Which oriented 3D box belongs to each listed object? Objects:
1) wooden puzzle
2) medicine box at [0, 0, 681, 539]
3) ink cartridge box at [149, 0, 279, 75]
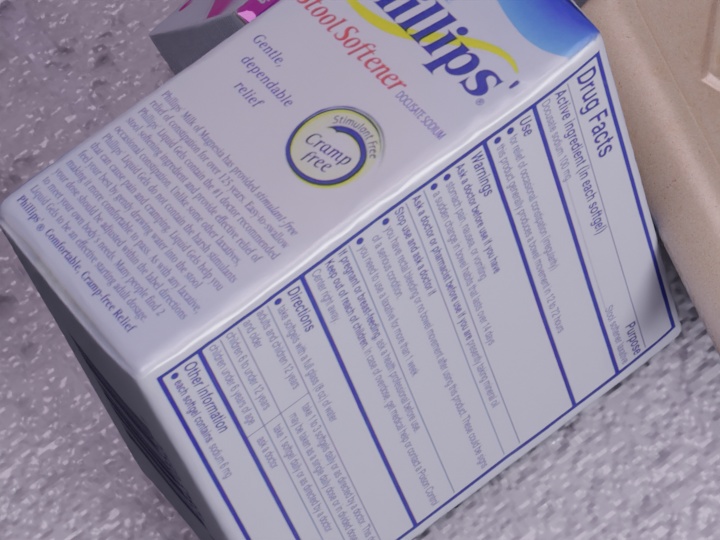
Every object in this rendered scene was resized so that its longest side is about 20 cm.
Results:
[{"bbox_3d":[0.201,-0.047,1.023,0.199,0.046,0.186,-19,61,-9],"label":"wooden puzzle"},{"bbox_3d":[0.000,0.000,0.989,0.200,0.182,0.103,-37,53,-10],"label":"medicine box"},{"bbox_3d":[0.019,-0.148,1.110,0.196,0.043,0.200,-41,12,-14],"label":"ink cartridge box"}]
